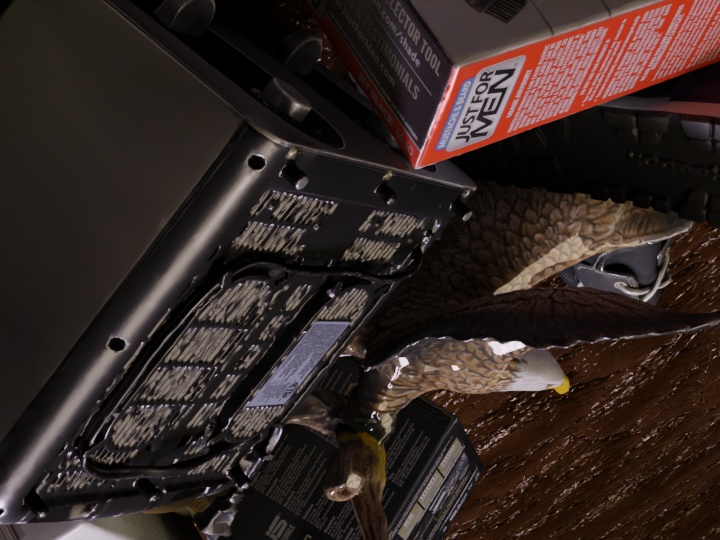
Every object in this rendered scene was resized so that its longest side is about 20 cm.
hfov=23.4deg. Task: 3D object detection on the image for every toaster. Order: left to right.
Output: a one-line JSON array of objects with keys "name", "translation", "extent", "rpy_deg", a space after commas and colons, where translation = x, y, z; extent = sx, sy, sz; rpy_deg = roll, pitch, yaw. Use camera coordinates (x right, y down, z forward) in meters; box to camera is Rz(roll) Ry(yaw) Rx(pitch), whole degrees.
[{"name": "toaster", "translation": [-0.076, 0.001, 0.641], "extent": [0.200, 0.119, 0.181], "rpy_deg": [-52, 158, 15]}]

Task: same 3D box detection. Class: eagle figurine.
[{"name": "eagle figurine", "translation": [0.056, 0.017, 0.753], "extent": [0.200, 0.152, 0.151], "rpy_deg": [-44, 163, 28]}]

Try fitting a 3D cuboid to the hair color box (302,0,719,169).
[{"name": "hair color box", "translation": [0.082, -0.124, 0.653], "extent": [0.199, 0.111, 0.064], "rpy_deg": [-20, 153, -26]}]

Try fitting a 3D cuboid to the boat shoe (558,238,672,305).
[{"name": "boat shoe", "translation": [0.148, -0.012, 0.936], "extent": [0.072, 0.068, 0.200], "rpy_deg": [-26, 175, -7]}]

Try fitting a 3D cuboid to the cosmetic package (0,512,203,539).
[{"name": "cosmetic package", "translation": [-0.161, 0.149, 0.929], "extent": [0.101, 0.074, 0.200], "rpy_deg": [-34, 159, 2]}]

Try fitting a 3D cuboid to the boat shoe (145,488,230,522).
[{"name": "boat shoe", "translation": [-0.097, 0.097, 0.939], "extent": [0.073, 0.063, 0.201], "rpy_deg": [-62, 160, 2]}]

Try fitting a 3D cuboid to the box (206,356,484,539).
[{"name": "box", "translation": [-0.021, 0.163, 1.004], "extent": [0.201, 0.086, 0.164], "rpy_deg": [-58, 164, -8]}]

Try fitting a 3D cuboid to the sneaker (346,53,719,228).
[{"name": "sneaker", "translation": [0.095, -0.082, 0.719], "extent": [0.076, 0.199, 0.088], "rpy_deg": [94, 17, -52]}]
